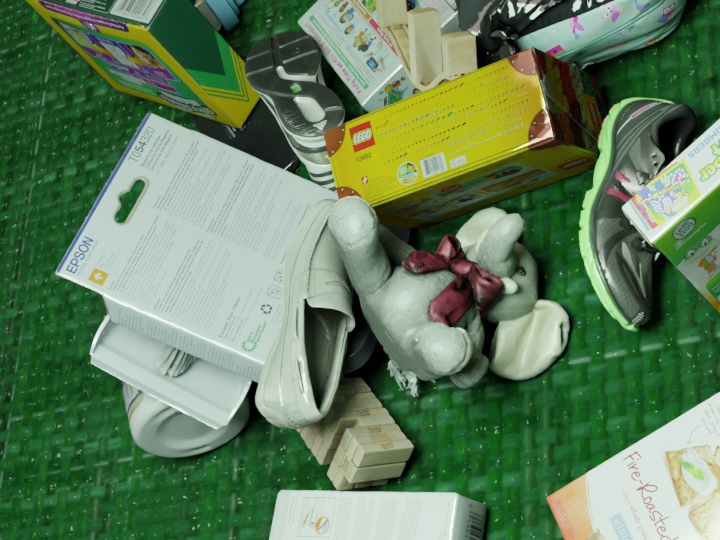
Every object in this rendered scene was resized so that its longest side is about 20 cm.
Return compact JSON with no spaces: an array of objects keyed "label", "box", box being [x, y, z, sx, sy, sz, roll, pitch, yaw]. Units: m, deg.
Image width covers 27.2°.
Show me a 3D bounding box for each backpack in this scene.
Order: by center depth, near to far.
[{"label":"backpack","box":[0.179,-0.247,1.262,0.198,0.127,0.168,-18,67,10]}]

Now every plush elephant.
[{"label":"plush elephant","box":[0.085,0.014,1.212,0.154,0.200,0.165,-33,64,-10]}]

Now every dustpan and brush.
[{"label":"dustpan and brush","box":[-0.133,0.026,1.317,0.139,0.057,0.201,27,47,2]}]

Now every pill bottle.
[{"label":"pill bottle","box":[-0.175,0.062,1.389,0.111,0.111,0.201,-31,54,19]}]

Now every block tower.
[{"label":"block tower","box":[-0.033,0.106,1.292,0.200,0.057,0.054,52,131,40]}]

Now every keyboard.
[{"label":"keyboard","box":[-0.140,-0.134,1.519,0.127,0.021,0.200,-41,50,5]}]

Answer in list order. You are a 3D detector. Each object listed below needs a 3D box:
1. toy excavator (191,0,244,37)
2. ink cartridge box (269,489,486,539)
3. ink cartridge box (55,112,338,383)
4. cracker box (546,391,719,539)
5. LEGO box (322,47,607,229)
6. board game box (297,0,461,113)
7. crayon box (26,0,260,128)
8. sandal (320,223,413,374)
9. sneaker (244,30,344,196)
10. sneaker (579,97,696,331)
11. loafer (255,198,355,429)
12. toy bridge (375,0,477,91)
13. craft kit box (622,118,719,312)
[{"label":"toy excavator","box":[-0.155,-0.351,1.598,0.199,0.100,0.195,-38,53,-2]},{"label":"ink cartridge box","box":[0.003,0.264,1.218,0.199,0.050,0.164,-7,65,42]},{"label":"ink cartridge box","box":[-0.135,-0.022,1.298,0.198,0.043,0.197,23,55,2]},{"label":"cracker box","box":[0.249,0.177,1.070,0.199,0.058,0.135,-35,53,16]},{"label":"LEGO box","box":[0.093,-0.104,1.246,0.199,0.149,0.078,-19,78,26]},{"label":"board game box","box":[0.055,-0.251,1.410,0.200,0.064,0.148,-42,50,9]},{"label":"crayon box","box":[-0.216,-0.230,1.494,0.199,0.173,0.059,21,75,38]},{"label":"sandal","box":[0.001,0.000,1.308,0.075,0.043,0.201,-8,44,21]},{"label":"sneaker","box":[-0.053,-0.137,1.403,0.075,0.116,0.201,-20,39,-4]},{"label":"sneaker","box":[0.227,-0.051,1.183,0.083,0.077,0.202,-5,66,37]},{"label":"loafer","box":[-0.030,0.034,1.228,0.069,0.070,0.202,-9,63,44]},{"label":"toy bridge","box":[0.055,-0.191,1.283,0.027,0.068,0.200,-11,24,-14]},{"label":"craft kit box","box":[0.306,-0.057,1.051,0.200,0.197,0.049,-42,52,10]}]
